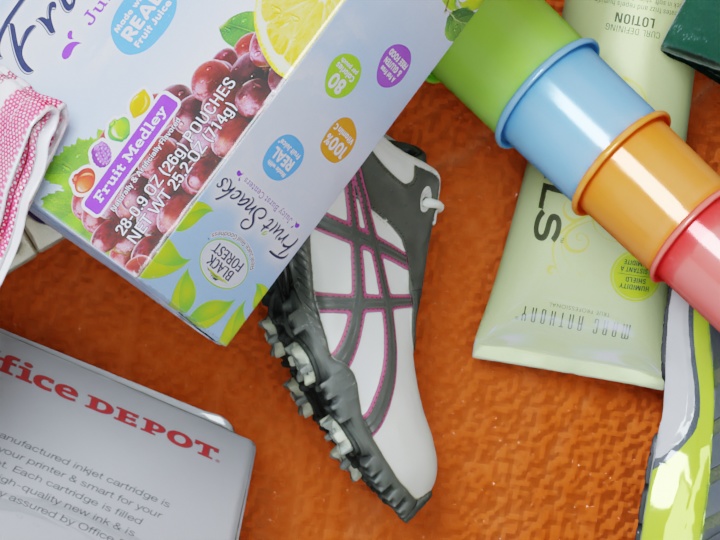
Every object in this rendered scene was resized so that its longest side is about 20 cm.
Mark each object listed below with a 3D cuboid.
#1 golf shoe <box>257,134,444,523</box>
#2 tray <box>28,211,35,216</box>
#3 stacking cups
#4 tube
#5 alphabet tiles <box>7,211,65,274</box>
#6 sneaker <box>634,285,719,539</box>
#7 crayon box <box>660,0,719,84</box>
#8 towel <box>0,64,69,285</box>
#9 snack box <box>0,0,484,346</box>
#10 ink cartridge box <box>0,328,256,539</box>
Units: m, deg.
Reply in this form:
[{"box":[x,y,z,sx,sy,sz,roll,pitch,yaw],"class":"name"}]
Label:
[{"box":[0.000,0.000,1.134,0.088,0.077,0.201,-26,111,-11],"class":"golf shoe"},{"box":[-0.102,-0.119,1.150,0.107,0.022,0.201,6,94,-8],"class":"tray"},{"box":[0.081,-0.050,1.120,0.060,0.061,0.200,-43,74,-1],"class":"stacking cups"},{"box":[0.099,-0.057,1.166,0.052,0.058,0.201,2,101,-47],"class":"tube"},{"box":[-0.131,-0.118,1.133,0.167,0.008,0.201,-32,98,-3],"class":"alphabet tiles"},{"box":[0.158,0.044,1.160,0.080,0.074,0.201,9,101,14],"class":"sneaker"},{"box":[0.215,-0.142,1.147,0.125,0.052,0.201,27,91,-31],"class":"crayon box"},{"box":[-0.195,-0.025,1.058,0.030,0.200,0.147,20,96,-51],"class":"towel"},{"box":[-0.055,-0.101,1.057,0.200,0.168,0.068,-52,142,-4],"class":"snack box"},{"box":[-0.128,0.118,1.074,0.145,0.200,0.085,23,121,-8],"class":"ink cartridge box"}]
